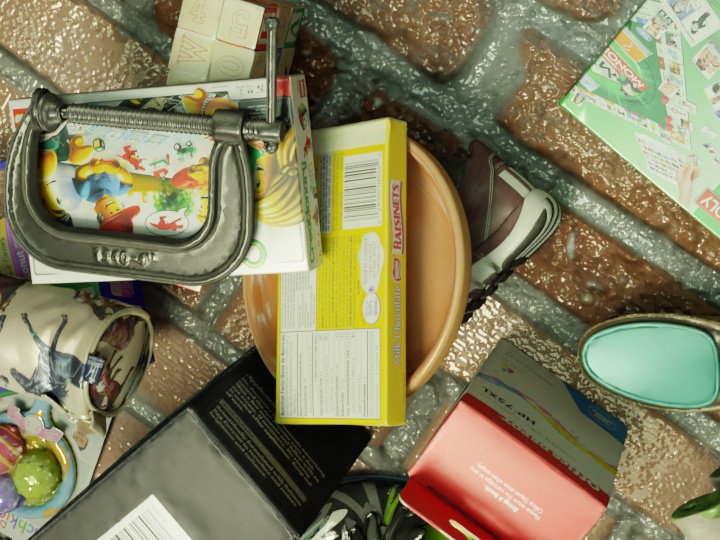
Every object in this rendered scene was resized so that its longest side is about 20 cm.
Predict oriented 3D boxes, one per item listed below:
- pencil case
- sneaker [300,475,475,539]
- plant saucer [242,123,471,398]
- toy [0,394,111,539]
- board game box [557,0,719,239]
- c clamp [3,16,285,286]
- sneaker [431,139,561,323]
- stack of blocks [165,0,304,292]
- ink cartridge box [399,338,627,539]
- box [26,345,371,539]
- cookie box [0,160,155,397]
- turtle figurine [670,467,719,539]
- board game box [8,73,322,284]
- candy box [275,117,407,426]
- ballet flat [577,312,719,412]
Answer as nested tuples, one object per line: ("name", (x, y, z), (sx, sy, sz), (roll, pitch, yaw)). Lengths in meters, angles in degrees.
("pencil case", (-0.249, 0.047, 0.955), (0.200, 0.078, 0.089), (12, 61, 17))
("sneaker", (0.029, 0.194, 1.022), (0.199, 0.083, 0.071), (-7, 100, 17))
("plant saucer", (0.000, 0.000, 0.955), (0.200, 0.037, 0.200), (-5, 82, 40))
("toy", (-0.274, 0.147, 1.113), (0.115, 0.047, 0.200), (26, 107, 10))
("board game box", (0.252, -0.100, 0.925), (0.200, 0.029, 0.135), (41, 110, 3))
("c clamp", (-0.140, -0.074, 0.884), (0.200, 0.027, 0.171), (1, 107, 13))
("sneaker", (0.039, -0.013, 0.990), (0.200, 0.076, 0.116), (-45, 77, 15))
("stack of blocks", (-0.098, -0.097, 0.976), (0.059, 0.115, 0.200), (18, 105, 11))
("ink cartridge box", (0.107, 0.127, 0.924), (0.116, 0.200, 0.067), (35, 109, 5))
("box", (-0.119, 0.165, 0.994), (0.197, 0.200, 0.117), (-40, 90, 19))
("cookie box", (-0.273, 0.010, 1.048), (0.200, 0.075, 0.171), (-14, 82, 18))
("turtle figurine", (0.309, 0.221, 0.924), (0.144, 0.200, 0.194), (-28, 89, -15))
("board game box", (-0.129, -0.059, 0.913), (0.200, 0.035, 0.126), (-3, 100, 16))
("candy box", (-0.013, 0.003, 0.924), (0.102, 0.026, 0.200), (-4, 83, 44))
("ballet flat", (0.251, 0.061, 0.942), (0.200, 0.065, 0.071), (5, 102, 17))
